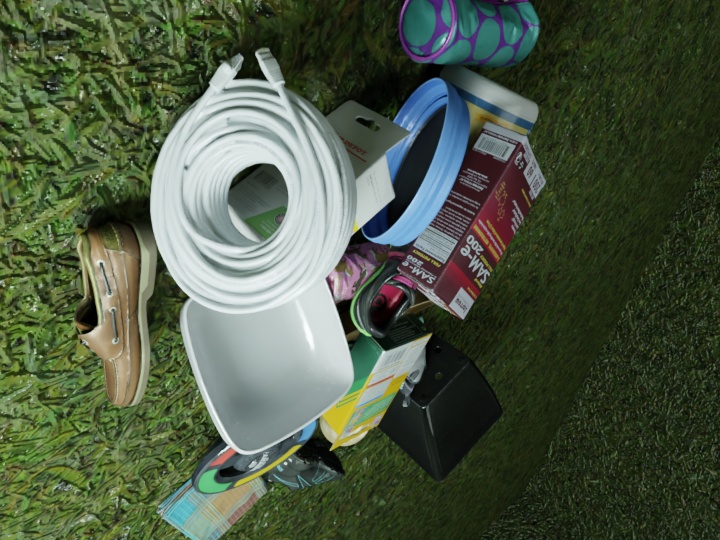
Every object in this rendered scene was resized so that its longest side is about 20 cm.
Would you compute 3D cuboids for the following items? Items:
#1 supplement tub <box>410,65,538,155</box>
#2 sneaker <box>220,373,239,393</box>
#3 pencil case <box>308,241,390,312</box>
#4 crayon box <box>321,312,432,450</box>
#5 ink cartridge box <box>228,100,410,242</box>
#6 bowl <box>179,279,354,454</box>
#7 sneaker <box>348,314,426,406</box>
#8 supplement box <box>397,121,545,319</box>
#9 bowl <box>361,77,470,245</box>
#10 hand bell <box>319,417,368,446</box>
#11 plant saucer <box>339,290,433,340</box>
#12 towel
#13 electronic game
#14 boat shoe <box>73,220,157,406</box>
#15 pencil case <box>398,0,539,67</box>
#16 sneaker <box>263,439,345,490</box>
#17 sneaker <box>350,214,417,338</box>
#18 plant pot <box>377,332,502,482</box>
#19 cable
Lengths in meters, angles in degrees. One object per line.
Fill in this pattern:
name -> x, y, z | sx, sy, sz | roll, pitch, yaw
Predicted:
supplement tub -> 0.138, -0.158, 0.824 | 0.143, 0.144, 0.204 | -4, 124, -51
sneaker -> -0.147, 0.148, 0.835 | 0.077, 0.069, 0.201 | -63, 156, -14
pencil case -> 0.000, 0.000, 0.854 | 0.197, 0.082, 0.089 | -14, 132, -47
crayon box -> 0.016, 0.166, 0.909 | 0.124, 0.051, 0.204 | -12, 135, -50
ink cartridge box -> -0.042, -0.093, 0.673 | 0.199, 0.116, 0.068 | -41, 143, -17
bowl -> -0.118, 0.094, 0.733 | 0.197, 0.074, 0.206 | -25, 98, -37
sneaker -> 0.055, 0.170, 1.040 | 0.197, 0.076, 0.145 | -18, 98, -42
supplement box -> 0.135, -0.056, 0.717 | 0.203, 0.060, 0.108 | -58, 144, -2
bowl -> 0.063, -0.125, 0.722 | 0.038, 0.201, 0.205 | 21, 107, -20
hand bell -> -0.057, 0.199, 0.962 | 0.104, 0.103, 0.201 | -47, 144, -8
plant saucer -> 0.029, 0.065, 0.926 | 0.195, 0.036, 0.200 | -22, 171, -3
towel -> -0.225, 0.365, 0.966 | 0.146, 0.022, 0.203 | -40, 146, -20
electronic game -> -0.147, 0.257, 0.862 | 0.196, 0.042, 0.202 | -27, 153, -15
boat shoe -> -0.248, 0.048, 0.593 | 0.067, 0.071, 0.206 | -11, 120, -42
pencil case -> 0.137, -0.301, 0.744 | 0.197, 0.085, 0.095 | -18, 135, -43
sneaker -> -0.099, 0.352, 1.089 | 0.079, 0.076, 0.199 | -43, 141, 7
sneaker -> 0.060, -0.001, 0.766 | 0.075, 0.084, 0.204 | 23, 100, -24
plant pot -> 0.137, 0.239, 1.177 | 0.198, 0.198, 0.180 | -39, 136, -20
cable -> -0.100, -0.066, 0.556 | 0.198, 0.202, 0.069 | -38, 173, 12
